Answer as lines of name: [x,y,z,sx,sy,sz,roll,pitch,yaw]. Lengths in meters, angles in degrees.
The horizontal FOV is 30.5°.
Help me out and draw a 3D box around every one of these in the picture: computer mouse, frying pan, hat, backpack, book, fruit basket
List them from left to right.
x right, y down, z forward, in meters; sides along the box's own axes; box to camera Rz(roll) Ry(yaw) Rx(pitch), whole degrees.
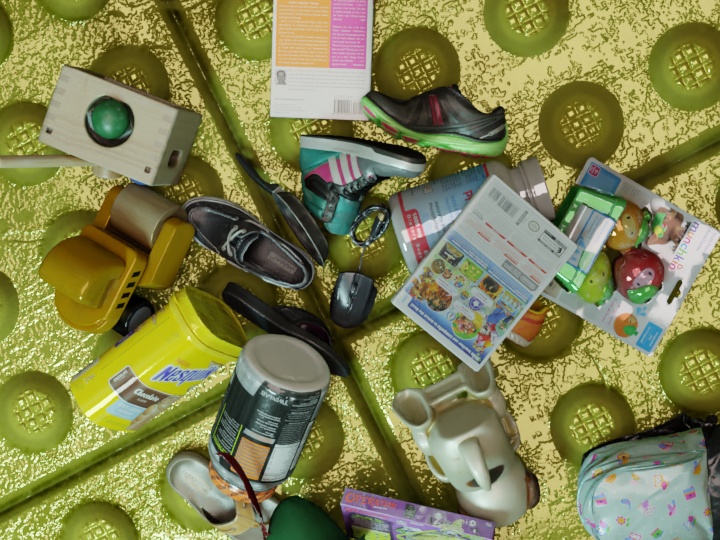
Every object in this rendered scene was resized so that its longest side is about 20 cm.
hat: [-0.101,0.306,1.704,0.164,0.200,0.177,-23,78,-27]
frying pan: [-0.094,-0.077,1.725,0.031,0.190,0.115,-34,136,-8]
book: [-0.049,-0.299,1.714,0.132,0.048,0.203,3,95,2]
computer mouse: [0.000,0.000,1.689,0.058,0.034,0.202,14,127,-1]
fruit basket: [0.332,-0.016,1.679,0.199,0.094,0.187,30,96,2]
backpack: [0.374,0.279,1.682,0.197,0.127,0.169,-7,97,8]

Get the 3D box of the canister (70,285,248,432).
canister: [-0.259,0.119,1.705,0.199,0.148,0.087,-36,68,10]

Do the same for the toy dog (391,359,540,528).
toy dog: [0.157,0.237,1.674,0.139,0.194,0.201,-32,125,-7]

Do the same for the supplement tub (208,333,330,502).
supplement tub: [-0.123,0.192,1.692,0.121,0.123,0.202,25,120,2]

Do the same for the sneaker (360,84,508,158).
sneaker: [0.096,-0.201,1.698,0.197,0.077,0.085,13,89,-9]

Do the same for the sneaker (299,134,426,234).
sneaker: [-0.004,-0.104,1.677,0.198,0.083,0.123,14,103,41]

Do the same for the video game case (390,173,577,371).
video game case: [0.152,0.003,1.621,0.143,0.018,0.201,38,93,-12]

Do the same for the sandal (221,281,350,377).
sandal: [-0.090,0.069,1.732,0.199,0.075,0.048,35,70,2]

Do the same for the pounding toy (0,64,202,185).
pounding toy: [-0.324,-0.167,1.664,0.182,0.200,0.144,21,96,3]

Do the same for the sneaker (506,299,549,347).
sneaker: [0.153,0.029,1.689,0.198,0.073,0.078,23,97,-30]

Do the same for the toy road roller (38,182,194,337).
toy road roller: [-0.320,-0.016,1.689,0.122,0.146,0.202,28,92,25]

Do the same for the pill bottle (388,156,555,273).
pill bottle: [0.142,-0.074,1.681,0.198,0.109,0.110,-19,93,6]

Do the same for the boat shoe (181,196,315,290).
boat shoe: [-0.152,-0.034,1.727,0.199,0.068,0.072,33,96,2]

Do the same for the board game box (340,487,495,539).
board game box: [0.075,0.336,1.703,0.197,0.120,0.033,12,64,10]

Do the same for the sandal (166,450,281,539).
sandal: [-0.177,0.314,1.761,0.199,0.054,0.081,34,96,1]
